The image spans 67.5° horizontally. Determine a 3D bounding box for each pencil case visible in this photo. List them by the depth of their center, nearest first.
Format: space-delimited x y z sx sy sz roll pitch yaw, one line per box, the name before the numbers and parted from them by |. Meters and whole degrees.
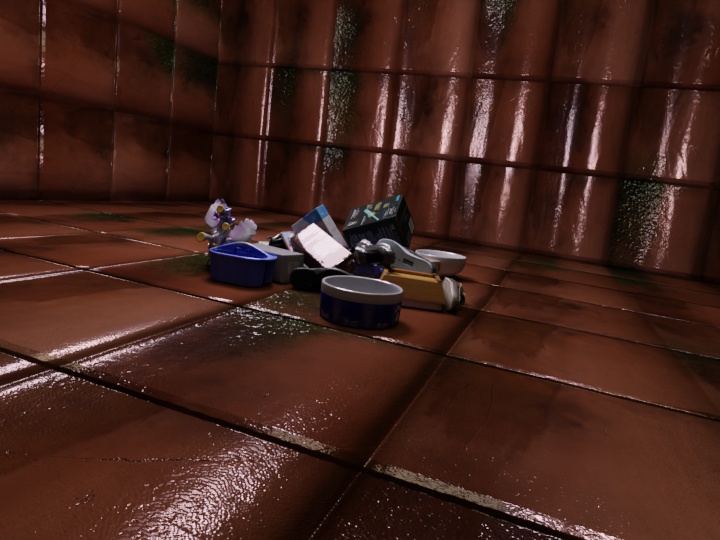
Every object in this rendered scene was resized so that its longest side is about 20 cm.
pencil case | 0.000 0.000 1.682 0.193 0.088 0.080 8 50 12

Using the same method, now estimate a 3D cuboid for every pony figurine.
pony figurine | -0.420 -0.119 1.631 0.164 0.196 0.200 31 -18 -2

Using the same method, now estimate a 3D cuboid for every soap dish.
soap dish | 0.141 0.048 1.514 0.193 0.084 0.157 9 9 3

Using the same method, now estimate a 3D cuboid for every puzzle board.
puzzle board | -0.178 -0.063 1.779 0.017 0.154 0.199 -30 -6 23

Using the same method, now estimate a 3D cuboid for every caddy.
caddy | -0.328 -0.025 1.503 0.193 0.109 0.141 9 9 15

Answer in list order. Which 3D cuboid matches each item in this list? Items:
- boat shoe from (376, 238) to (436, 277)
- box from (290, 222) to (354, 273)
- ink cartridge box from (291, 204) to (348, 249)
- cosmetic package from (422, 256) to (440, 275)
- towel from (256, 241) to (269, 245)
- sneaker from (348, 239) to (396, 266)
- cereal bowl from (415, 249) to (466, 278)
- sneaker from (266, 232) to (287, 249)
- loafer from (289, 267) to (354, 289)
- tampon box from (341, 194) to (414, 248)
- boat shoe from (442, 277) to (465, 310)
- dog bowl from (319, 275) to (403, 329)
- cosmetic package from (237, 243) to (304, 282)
boat shoe | 0.140 -0.029 1.647 0.197 0.072 0.090 31 7 21
box | -0.116 -0.050 1.631 0.099 0.076 0.199 -33 50 -23
ink cartridge box | -0.123 -0.094 1.762 0.114 0.203 0.067 -29 6 25
cosmetic package | 0.164 0.002 1.782 0.196 0.090 0.102 -2 14 -43
towel | -0.274 -0.064 1.975 0.194 0.050 0.170 2 14 -29
sneaker | 0.027 -0.043 1.594 0.089 0.069 0.198 -22 21 -27
cereal bowl | 0.299 -0.022 2.044 0.193 0.086 0.200 8 10 -1
sneaker | -0.226 -0.065 1.792 0.194 0.118 0.075 1 9 -31
loafer | -0.097 0.024 1.515 0.193 0.075 0.072 10 5 8
tampon box | 0.062 -0.139 1.782 0.194 0.129 0.151 -12 31 25
boat shoe | 0.268 0.069 1.525 0.058 0.074 0.200 14 11 0
dog bowl | 0.001 0.072 1.271 0.193 0.082 0.200 7 9 -1
cosmetic package | -0.274 -0.025 1.624 0.195 0.094 0.105 10 9 35
